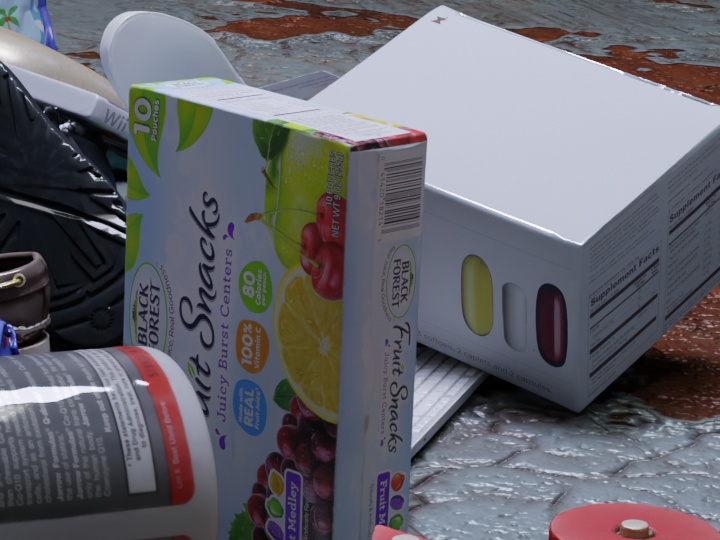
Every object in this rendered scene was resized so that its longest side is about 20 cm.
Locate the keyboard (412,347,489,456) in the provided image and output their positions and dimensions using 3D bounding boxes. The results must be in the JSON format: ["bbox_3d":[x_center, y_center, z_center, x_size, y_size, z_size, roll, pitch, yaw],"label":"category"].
[{"bbox_3d":[0.023,0.067,1.457,0.056,0.011,0.200,7,15,15],"label":"keyboard"}]

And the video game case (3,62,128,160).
[{"bbox_3d":[-0.135,-0.078,1.784,0.200,0.018,0.143,28,-4,-41],"label":"video game case"}]

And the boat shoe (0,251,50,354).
[{"bbox_3d":[-0.263,0.017,1.489,0.199,0.060,0.072,2,15,-4],"label":"boat shoe"}]

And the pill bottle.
[{"bbox_3d":[-0.166,0.093,1.109,0.199,0.116,0.116,-3,16,-26],"label":"pill bottle"}]

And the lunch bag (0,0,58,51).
[{"bbox_3d":[-0.362,-0.197,2.186,0.170,0.128,0.199,-14,10,-43],"label":"lunch bag"}]

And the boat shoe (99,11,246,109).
[{"bbox_3d":[-0.102,-0.104,1.827,0.200,0.071,0.064,38,-10,-37],"label":"boat shoe"}]

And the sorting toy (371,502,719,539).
[{"bbox_3d":[0.079,0.146,1.051,0.199,0.070,0.199,-4,16,-25],"label":"sorting toy"}]

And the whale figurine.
[{"bbox_3d":[-0.218,-0.097,1.913,0.199,0.104,0.159,23,3,-30],"label":"whale figurine"}]

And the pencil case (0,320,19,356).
[{"bbox_3d":[-0.253,0.050,1.325,0.199,0.078,0.087,5,44,5],"label":"pencil case"}]

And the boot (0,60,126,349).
[{"bbox_3d":[-0.167,-0.029,1.621,0.076,0.200,0.168,-36,-18,2],"label":"boot"}]

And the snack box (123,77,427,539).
[{"bbox_3d":[-0.041,0.026,1.223,0.053,0.201,0.142,-11,20,-42],"label":"snack box"}]

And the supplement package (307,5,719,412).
[{"bbox_3d":[0.080,-0.039,1.532,0.199,0.111,0.156,22,42,31],"label":"supplement package"}]

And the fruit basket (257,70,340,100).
[{"bbox_3d":[0.007,-0.085,1.730,0.199,0.094,0.185,25,-18,-30],"label":"fruit basket"}]
